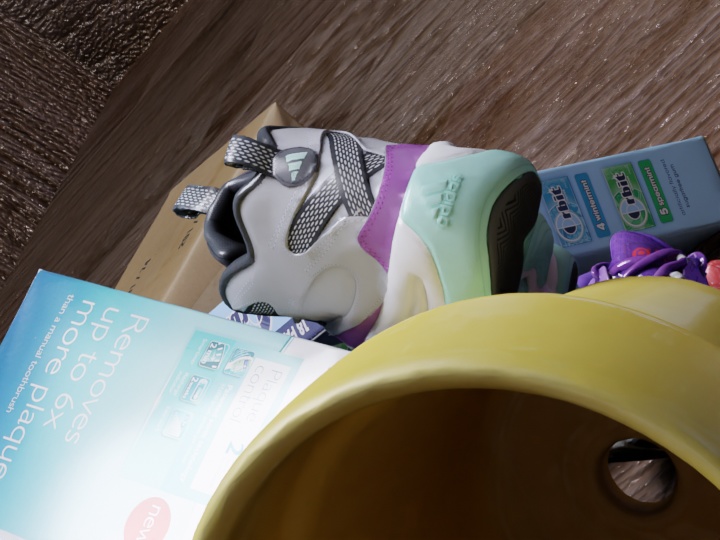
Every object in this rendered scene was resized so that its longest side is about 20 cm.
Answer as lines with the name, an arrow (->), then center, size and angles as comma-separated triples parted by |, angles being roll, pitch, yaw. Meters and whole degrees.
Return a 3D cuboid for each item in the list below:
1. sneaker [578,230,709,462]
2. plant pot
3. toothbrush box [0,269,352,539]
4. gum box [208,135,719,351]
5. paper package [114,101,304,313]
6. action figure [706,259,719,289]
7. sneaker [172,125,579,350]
sneaker -> 0.108, 0.027, 1.047 | 0.200, 0.081, 0.084 | 178, 88, -75
plant pot -> 0.069, 0.091, 0.865 | 0.201, 0.201, 0.189 | -50, -3, 25
toothbrush box -> -0.060, 0.096, 1.020 | 0.200, 0.085, 0.147 | 15, 74, 44
gum box -> 0.036, 0.008, 1.252 | 0.200, 0.045, 0.170 | -14, -14, -32
paper package -> -0.092, 0.020, 1.887 | 0.191, 0.103, 0.200 | -34, 23, 57
action figure -> 0.165, -0.031, 1.021 | 0.065, 0.099, 0.200 | -59, 15, -13
sneaker -> 0.000, 0.000, 1.020 | 0.200, 0.140, 0.078 | 73, -144, -61
